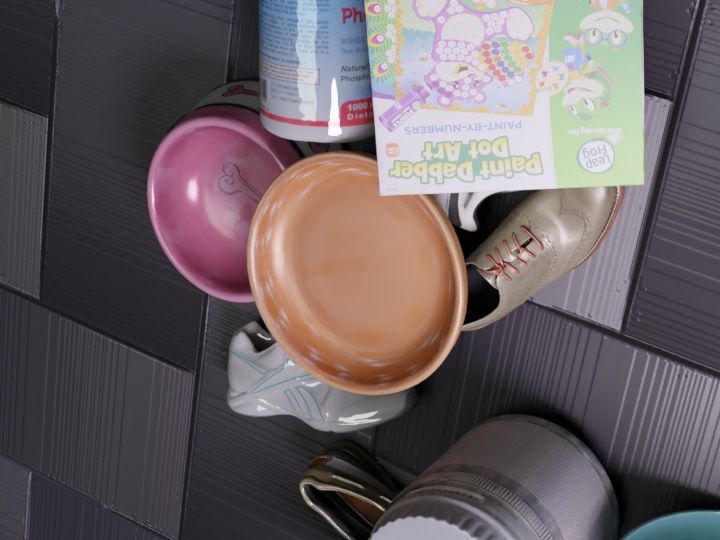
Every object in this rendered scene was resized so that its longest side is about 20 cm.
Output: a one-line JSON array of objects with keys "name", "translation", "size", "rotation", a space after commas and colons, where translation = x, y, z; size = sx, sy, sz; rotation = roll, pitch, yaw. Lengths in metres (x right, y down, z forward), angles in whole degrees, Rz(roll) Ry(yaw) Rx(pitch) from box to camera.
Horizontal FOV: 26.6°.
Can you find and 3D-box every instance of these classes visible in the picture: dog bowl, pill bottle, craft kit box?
[{"name": "dog bowl", "translation": [-0.101, -0.061, 1.327], "size": [0.199, 0.074, 0.202], "rotation": [11, 113, 28]}, {"name": "pill bottle", "translation": [-0.027, -0.210, 1.202], "size": [0.108, 0.109, 0.202], "rotation": [13, 115, 27]}, {"name": "craft kit box", "translation": [0.103, -0.156, 1.090], "size": [0.198, 0.049, 0.199], "rotation": [-2, 116, 8]}]

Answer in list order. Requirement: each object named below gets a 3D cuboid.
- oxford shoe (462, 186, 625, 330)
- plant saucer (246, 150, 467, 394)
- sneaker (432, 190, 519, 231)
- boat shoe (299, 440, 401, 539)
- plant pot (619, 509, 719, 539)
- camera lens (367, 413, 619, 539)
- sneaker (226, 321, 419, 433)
[{"name": "oxford shoe", "translation": [0.131, -0.012, 1.199], "size": [0.070, 0.075, 0.200], "rotation": [46, 125, 9]}, {"name": "plant saucer", "translation": [0.000, 0.000, 1.221], "size": [0.199, 0.037, 0.202], "rotation": [11, 112, 28]}, {"name": "sneaker", "translation": [0.118, -0.112, 1.184], "size": [0.087, 0.076, 0.200], "rotation": [38, 127, -7]}, {"name": "boat shoe", "translation": [0.029, 0.238, 1.361], "size": [0.199, 0.068, 0.075], "rotation": [35, 123, 16]}, {"name": "plant pot", "translation": [0.273, 0.312, 1.166], "size": [0.199, 0.200, 0.162], "rotation": [20, 127, 24]}, {"name": "camera lens", "translation": [0.107, 0.219, 1.224], "size": [0.159, 0.200, 0.161], "rotation": [12, 113, 28]}, {"name": "sneaker", "translation": [-0.041, 0.093, 1.351], "size": [0.199, 0.070, 0.081], "rotation": [6, 108, 31]}]
